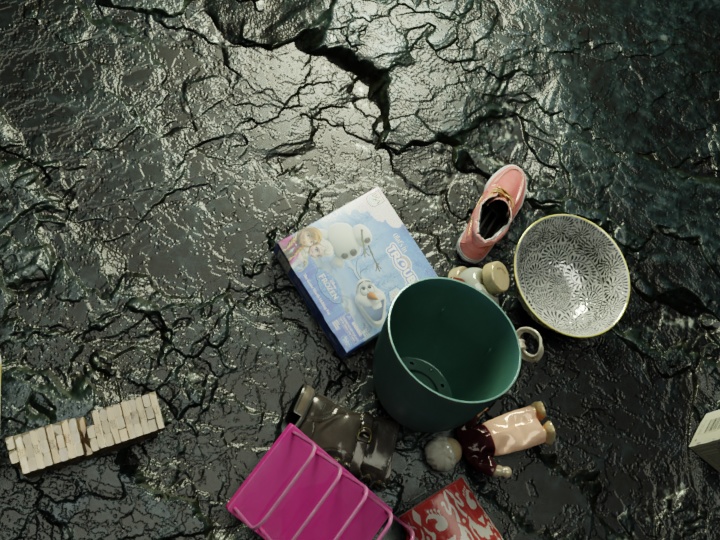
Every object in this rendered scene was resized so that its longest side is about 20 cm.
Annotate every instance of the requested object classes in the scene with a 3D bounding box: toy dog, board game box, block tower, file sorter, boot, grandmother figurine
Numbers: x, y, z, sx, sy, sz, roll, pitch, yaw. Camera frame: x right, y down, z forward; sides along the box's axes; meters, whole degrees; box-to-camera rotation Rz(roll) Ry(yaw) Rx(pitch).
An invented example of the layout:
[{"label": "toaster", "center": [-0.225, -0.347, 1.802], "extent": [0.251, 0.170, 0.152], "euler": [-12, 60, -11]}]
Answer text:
[{"label": "toy dog", "center": [0.179, 0.077, 1.320], "extent": [0.096, 0.132, 0.202], "euler": [-1, 59, -44]}, {"label": "board game box", "center": [0.000, 0.000, 1.339], "extent": [0.198, 0.043, 0.201], "euler": [-30, 81, -23]}, {"label": "block tower", "center": [-0.368, 0.224, 1.166], "extent": [0.198, 0.058, 0.055], "euler": [-16, 75, -16]}, {"label": "file sorter", "center": [-0.047, 0.327, 1.126], "extent": [0.200, 0.125, 0.139], "euler": [43, 77, -17]}, {"label": "boot", "center": [-0.037, 0.271, 1.224], "extent": [0.173, 0.069, 0.202], "euler": [26, 70, -7]}, {"label": "grandmother figurine", "center": [0.191, 0.258, 1.292], "extent": [0.197, 0.061, 0.122], "euler": [-11, 47, -14]}]

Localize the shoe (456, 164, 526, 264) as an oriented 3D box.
[{"label": "shoe", "center": [0.228, -0.105, 1.405], "extent": [0.071, 0.091, 0.201], "euler": [34, 67, 0]}]

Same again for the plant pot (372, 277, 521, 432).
[{"label": "plant pot", "center": [0.106, 0.138, 1.238], "extent": [0.198, 0.162, 0.202], "euler": [12, 51, -15]}]

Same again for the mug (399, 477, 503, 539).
[{"label": "mug", "center": [0.131, 0.411, 1.184], "extent": [0.176, 0.134, 0.201], "euler": [-25, 75, -22]}]

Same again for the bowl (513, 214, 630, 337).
[{"label": "bowl", "center": [0.320, 0.020, 1.382], "extent": [0.198, 0.094, 0.203], "euler": [5, 70, -13]}]

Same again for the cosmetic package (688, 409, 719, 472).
[{"label": "cosmetic package", "center": [0.635, 0.307, 1.356], "extent": [0.199, 0.104, 0.073], "euler": [39, 66, 1]}]
